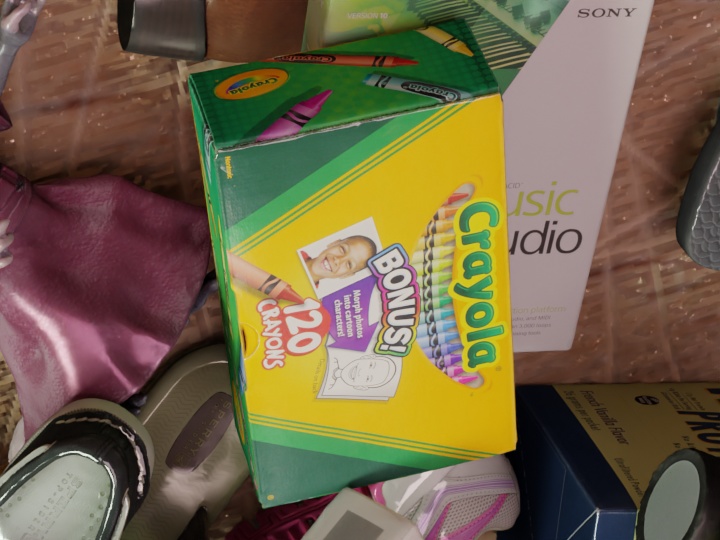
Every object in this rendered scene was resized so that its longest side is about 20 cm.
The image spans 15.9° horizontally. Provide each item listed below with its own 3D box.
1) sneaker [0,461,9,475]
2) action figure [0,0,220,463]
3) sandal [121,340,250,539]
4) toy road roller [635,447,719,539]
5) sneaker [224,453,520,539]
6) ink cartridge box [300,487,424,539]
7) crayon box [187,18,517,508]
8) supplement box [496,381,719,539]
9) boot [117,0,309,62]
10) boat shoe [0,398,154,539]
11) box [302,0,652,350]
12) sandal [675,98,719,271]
[{"bbox_3d":[-0.201,0.156,1.176,0.200,0.075,0.090,-18,116,5],"label":"sneaker"},{"bbox_3d":[-0.161,-0.023,1.112,0.200,0.134,0.149,34,139,-15],"label":"action figure"},{"bbox_3d":[-0.102,0.124,1.193,0.080,0.057,0.201,24,105,-22],"label":"sandal"},{"bbox_3d":[0.164,0.184,1.087,0.123,0.146,0.200,22,106,-20],"label":"toy road roller"},{"bbox_3d":[-0.001,0.143,1.214,0.200,0.081,0.088,-42,114,6],"label":"sneaker"},{"bbox_3d":[-0.014,0.215,1.154,0.160,0.047,0.200,-50,145,-22],"label":"ink cartridge box"},{"bbox_3d":[0.000,0.000,1.087,0.119,0.058,0.200,-12,130,-8],"label":"crayon box"},{"bbox_3d":[0.176,0.169,1.239,0.199,0.134,0.200,0,112,-14],"label":"supplement box"},{"bbox_3d":[0.005,-0.170,1.090,0.200,0.068,0.189,0,112,-15],"label":"boot"},{"bbox_3d":[-0.158,0.142,1.076,0.076,0.060,0.200,29,101,-2],"label":"boat shoe"},{"bbox_3d":[0.040,-0.048,1.131,0.144,0.036,0.200,-3,127,-16],"label":"box"},{"bbox_3d":[0.206,-0.090,1.195,0.076,0.043,0.200,24,95,-29],"label":"sandal"}]
